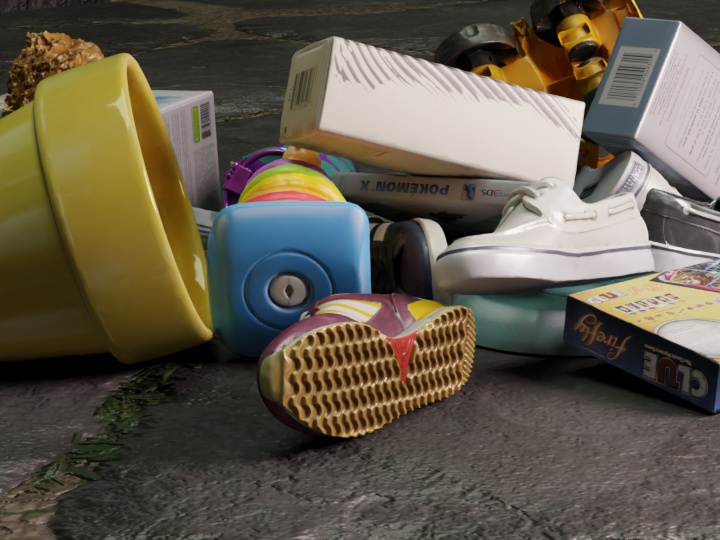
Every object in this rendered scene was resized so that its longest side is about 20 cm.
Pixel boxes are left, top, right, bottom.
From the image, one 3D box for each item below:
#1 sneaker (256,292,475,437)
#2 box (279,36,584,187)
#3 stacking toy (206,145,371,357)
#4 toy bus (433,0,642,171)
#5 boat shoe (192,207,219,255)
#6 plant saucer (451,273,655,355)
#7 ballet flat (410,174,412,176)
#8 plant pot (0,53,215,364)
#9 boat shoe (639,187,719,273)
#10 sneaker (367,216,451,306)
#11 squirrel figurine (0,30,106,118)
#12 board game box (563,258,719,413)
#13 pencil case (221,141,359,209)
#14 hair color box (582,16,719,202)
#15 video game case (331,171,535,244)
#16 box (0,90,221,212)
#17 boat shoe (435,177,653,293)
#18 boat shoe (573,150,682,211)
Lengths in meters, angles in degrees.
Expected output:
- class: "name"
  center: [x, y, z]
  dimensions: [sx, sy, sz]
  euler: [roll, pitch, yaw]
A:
- class: "sneaker"
  center: [-0.015, 0.055, 1.346]
  dimensions: [0.090, 0.076, 0.199]
  euler: [9, 8, 35]
- class: "box"
  center: [0.050, -0.103, 1.542]
  dimensions: [0.199, 0.069, 0.082]
  euler: [12, -8, -23]
- class: "stacking toy"
  center: [-0.047, -0.037, 1.526]
  dimensions: [0.109, 0.117, 0.200]
  euler: [-1, 31, 1]
- class: "toy bus"
  center: [0.167, -0.123, 1.828]
  dimensions: [0.199, 0.136, 0.192]
  euler: [-26, -31, 12]
- class: "boat shoe"
  center: [-0.146, -0.017, 1.665]
  dimensions: [0.071, 0.063, 0.200]
  euler: [2, -5, 17]
- class: "plant saucer"
  center: [0.154, 0.021, 1.553]
  dimensions: [0.198, 0.028, 0.200]
  euler: [-1, 13, 0]
- class: "ballet flat"
  center: [0.094, -0.062, 1.676]
  dimensions: [0.067, 0.047, 0.200]
  euler: [-35, -32, 17]
- class: "plant pot"
  center: [-0.213, -0.024, 1.469]
  dimensions: [0.188, 0.202, 0.201]
  euler: [-16, 13, 3]
- class: "boat shoe"
  center: [0.274, -0.028, 1.588]
  dimensions: [0.198, 0.069, 0.073]
  euler: [6, 11, -32]
- class: "sneaker"
  center: [0.000, 0.000, 1.571]
  dimensions: [0.084, 0.076, 0.200]
  euler: [-5, 4, -20]
- class: "squirrel figurine"
  center: [-0.238, -0.076, 1.663]
  dimensions: [0.140, 0.201, 0.187]
  euler: [10, 28, 8]
- class: "board game box"
  center: [0.249, 0.034, 1.428]
  dimensions: [0.199, 0.035, 0.135]
  euler: [-12, 25, -37]
- class: "pencil case"
  center: [-0.052, -0.062, 1.753]
  dimensions: [0.092, 0.085, 0.200]
  euler: [41, 8, 3]
- class: "hair color box"
  center: [0.265, -0.106, 1.714]
  dimensions: [0.200, 0.100, 0.060]
  euler: [31, -13, -40]
- class: "video game case"
  center: [0.106, -0.035, 1.622]
  dimensions: [0.181, 0.022, 0.199]
  euler: [5, -10, 38]
- class: "box"
  center: [-0.231, -0.094, 1.899]
  dimensions: [0.199, 0.113, 0.101]
  euler: [4, 16, 25]
- class: "boat shoe"
  center: [0.119, -0.025, 1.442]
  dimensions: [0.199, 0.070, 0.071]
  euler: [-5, -6, -44]
- class: "boat shoe"
  center: [0.198, -0.043, 1.716]
  dimensions: [0.070, 0.071, 0.200]
  euler: [33, -14, -8]
